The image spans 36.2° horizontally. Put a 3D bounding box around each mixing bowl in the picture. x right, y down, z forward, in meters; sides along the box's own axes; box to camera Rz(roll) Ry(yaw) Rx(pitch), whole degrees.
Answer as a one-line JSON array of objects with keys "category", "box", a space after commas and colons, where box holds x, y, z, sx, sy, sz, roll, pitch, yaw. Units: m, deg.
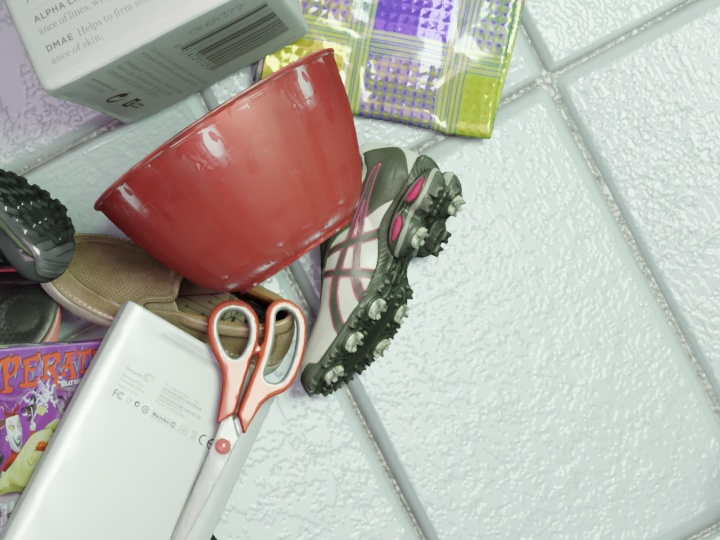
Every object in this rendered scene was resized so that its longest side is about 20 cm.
[{"category": "mixing bowl", "box": [-0.073, -0.055, 0.771, 0.199, 0.200, 0.109, -34, 93, 1]}]

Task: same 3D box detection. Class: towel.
[{"category": "towel", "box": [0.021, -0.188, 0.853, 0.198, 0.023, 0.145, 14, 91, 0]}]

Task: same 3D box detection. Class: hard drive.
[{"category": "hard drive", "box": [-0.154, 0.141, 0.768, 0.131, 0.027, 0.201, 33, 67, -21]}]

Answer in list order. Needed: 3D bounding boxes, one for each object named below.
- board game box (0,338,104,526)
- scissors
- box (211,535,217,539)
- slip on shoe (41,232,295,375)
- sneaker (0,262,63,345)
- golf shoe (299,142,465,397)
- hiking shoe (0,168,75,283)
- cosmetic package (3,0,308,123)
[{"category": "board game box", "box": [-0.216, 0.110, 0.780, 0.032, 0.199, 0.121, -1, 90, 30]}, {"category": "scissors", "box": [-0.086, 0.114, 0.777, 0.072, 0.014, 0.202, 13, 76, -12]}, {"category": "box", "box": [-0.175, 0.292, 0.833, 0.200, 0.086, 0.164, -40, 90, 1]}, {"category": "slip on shoe", "box": [-0.143, 0.016, 0.825, 0.199, 0.061, 0.076, 26, 52, -3]}, {"category": "sneaker", "box": [-0.267, 0.084, 0.840, 0.073, 0.087, 0.202, 4, 67, -1]}, {"category": "golf shoe", "box": [0.000, 0.000, 0.844, 0.088, 0.077, 0.201, 31, 94, 25]}, {"category": "hiking shoe", "box": [-0.290, -0.030, 0.819, 0.199, 0.076, 0.101, 34, 104, 30]}, {"category": "cosmetic package", "box": [-0.159, -0.236, 0.771, 0.164, 0.165, 0.201, -25, 86, 7]}]
